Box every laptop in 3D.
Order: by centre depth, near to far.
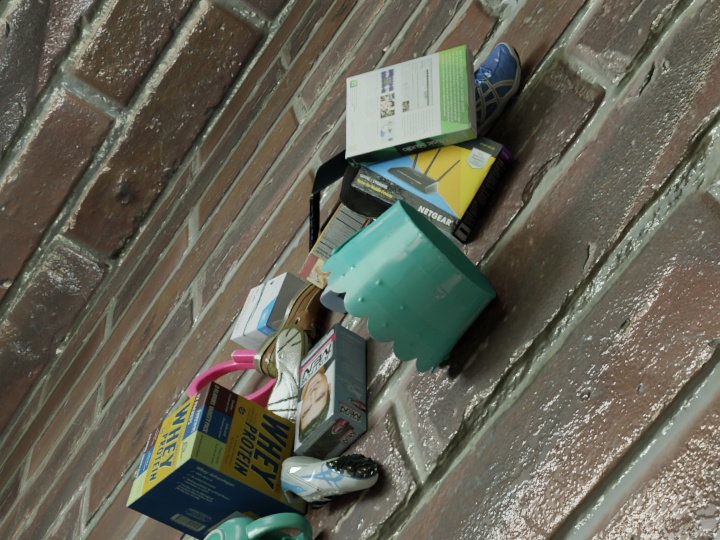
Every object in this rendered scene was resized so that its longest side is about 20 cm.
[{"bbox_3d":[-0.039,-0.138,2.003,0.177,0.103,0.200,-83,-5,-68],"label":"laptop"}]

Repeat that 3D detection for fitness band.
[{"bbox_3d":[-0.212,0.195,1.875,0.200,0.037,0.144,-3,33,37],"label":"fitness band"}]

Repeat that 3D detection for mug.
[{"bbox_3d":[-0.160,0.405,1.480,0.185,0.114,0.152,-64,21,-12],"label":"mug"}]

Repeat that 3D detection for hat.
[{"bbox_3d":[0.062,-0.114,1.707,0.201,0.200,0.081,-88,-9,-52],"label":"hat"}]

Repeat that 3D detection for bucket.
[{"bbox_3d":[0.066,0.016,1.382,0.135,0.207,0.207,-45,23,10],"label":"bucket"}]

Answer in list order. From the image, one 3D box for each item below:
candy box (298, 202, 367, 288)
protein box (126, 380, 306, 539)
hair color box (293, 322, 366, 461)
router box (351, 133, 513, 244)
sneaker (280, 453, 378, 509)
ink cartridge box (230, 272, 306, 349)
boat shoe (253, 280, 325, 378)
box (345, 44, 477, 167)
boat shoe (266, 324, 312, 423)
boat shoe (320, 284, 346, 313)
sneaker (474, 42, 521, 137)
[{"bbox_3d":[-0.025,-0.076,1.832,0.200,0.055,0.115,-59,1,-23],"label":"candy box"},{"bbox_3d":[-0.204,0.301,1.604,0.200,0.198,0.135,-40,28,40],"label":"protein box"},{"bbox_3d":[-0.044,0.183,1.595,0.099,0.061,0.200,-47,24,28],"label":"hair color box"},{"bbox_3d":[0.103,-0.145,1.576,0.200,0.051,0.149,28,87,34],"label":"router box"},{"bbox_3d":[-0.040,0.288,1.455,0.200,0.072,0.073,-14,83,54],"label":"sneaker"},{"bbox_3d":[-0.175,0.086,2.013,0.200,0.068,0.116,-25,39,57],"label":"ink cartridge box"},{"bbox_3d":[-0.099,0.104,1.834,0.068,0.072,0.200,15,63,36],"label":"boat shoe"},{"bbox_3d":[0.073,-0.241,1.582,0.200,0.036,0.144,-11,64,25],"label":"box"},{"bbox_3d":[-0.103,0.189,1.718,0.072,0.066,0.201,-7,70,28],"label":"boat shoe"},{"bbox_3d":[0.004,0.003,1.729,0.086,0.075,0.202,-66,12,-27],"label":"boat shoe"},{"bbox_3d":[0.178,-0.262,1.645,0.076,0.077,0.200,29,92,51],"label":"sneaker"}]
